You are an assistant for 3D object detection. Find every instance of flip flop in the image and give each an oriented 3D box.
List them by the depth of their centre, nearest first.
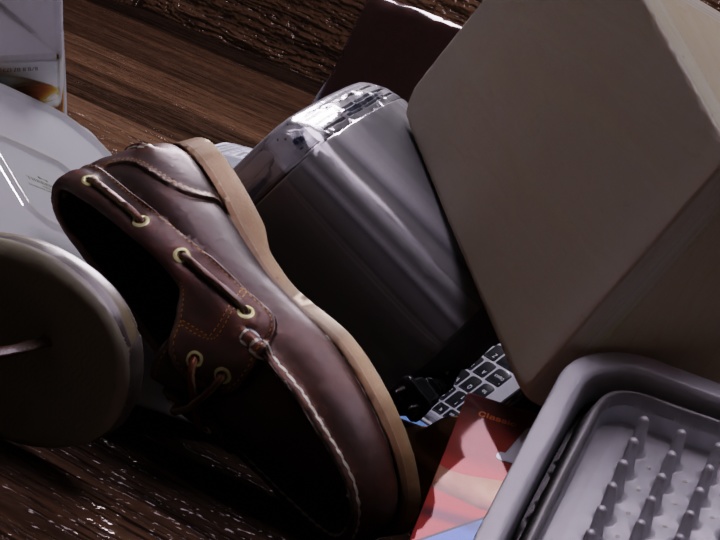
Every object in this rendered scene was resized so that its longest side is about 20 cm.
[{"bbox_3d":[-0.172,0.015,0.995,0.200,0.081,0.058,22,28,12],"label":"flip flop"}]

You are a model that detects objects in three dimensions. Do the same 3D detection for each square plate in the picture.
[{"bbox_3d":[-0.135,-0.024,1.152,0.200,0.028,0.198,24,25,-51],"label":"square plate"}]

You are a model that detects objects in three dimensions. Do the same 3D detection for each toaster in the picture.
[{"bbox_3d":[0.000,0.000,1.191,0.129,0.114,0.200,46,21,3],"label":"toaster"}]

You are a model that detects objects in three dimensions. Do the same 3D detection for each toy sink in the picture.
[{"bbox_3d":[0.118,-0.037,1.131,0.112,0.130,0.200,25,26,-32],"label":"toy sink"}]

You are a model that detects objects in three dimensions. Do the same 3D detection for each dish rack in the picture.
[{"bbox_3d":[0.144,0.115,0.980,0.200,0.044,0.172,21,38,10],"label":"dish rack"}]

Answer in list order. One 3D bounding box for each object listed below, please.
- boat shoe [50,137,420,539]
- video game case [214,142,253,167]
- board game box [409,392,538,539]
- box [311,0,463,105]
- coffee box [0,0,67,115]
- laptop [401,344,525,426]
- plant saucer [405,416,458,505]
[{"bbox_3d":[-0.053,0.031,1.068,0.070,0.070,0.200,-13,51,-34],"label":"boat shoe"},{"bbox_3d":[-0.070,-0.022,1.401,0.182,0.023,0.200,16,23,38],"label":"video game case"},{"bbox_3d":[0.121,0.111,1.031,0.200,0.019,0.103,17,35,6],"label":"board game box"},{"bbox_3d":[0.083,-0.034,1.594,0.200,0.166,0.164,24,-3,36],"label":"box"},{"bbox_3d":[-0.196,-0.097,1.311,0.114,0.080,0.200,-3,-16,-5],"label":"coffee box"},{"bbox_3d":[0.000,0.003,1.384,0.187,0.200,0.116,30,-28,55],"label":"laptop"},{"bbox_3d":[0.109,0.107,1.222,0.200,0.032,0.200,20,6,-2],"label":"plant saucer"}]
